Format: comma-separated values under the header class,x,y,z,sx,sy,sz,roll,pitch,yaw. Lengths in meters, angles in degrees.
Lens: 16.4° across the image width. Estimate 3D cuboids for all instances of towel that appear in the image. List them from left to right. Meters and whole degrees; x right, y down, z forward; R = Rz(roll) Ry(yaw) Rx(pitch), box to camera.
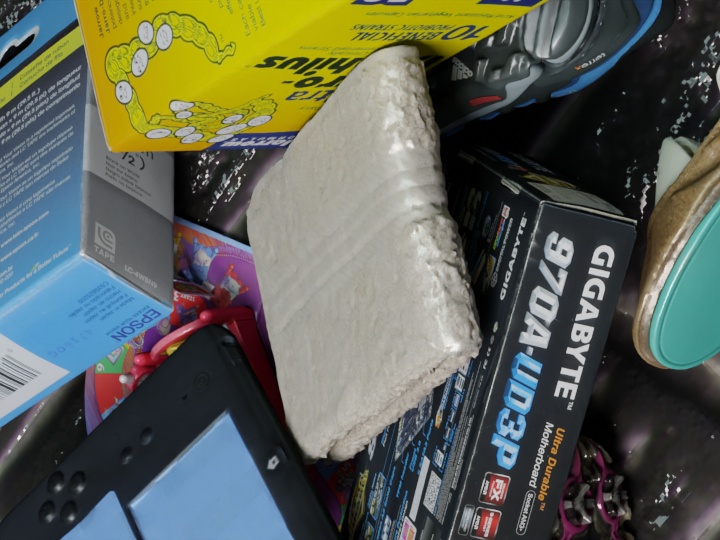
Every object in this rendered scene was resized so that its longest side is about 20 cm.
class,x,y,z,sx,sy,sz,roll,pitch,yaw
towel,0.000,0.000,1.070,0.200,0.034,0.133,138,122,-64

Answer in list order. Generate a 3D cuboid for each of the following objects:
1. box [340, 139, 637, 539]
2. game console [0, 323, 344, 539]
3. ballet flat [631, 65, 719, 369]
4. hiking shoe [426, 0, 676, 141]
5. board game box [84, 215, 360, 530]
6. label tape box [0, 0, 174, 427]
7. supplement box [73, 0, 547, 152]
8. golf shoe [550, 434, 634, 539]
class,x,y,z,sx,sy,sz,roll,pitch,yaw
box,0.049,0.055,1.062,0.159,0.046,0.201,-138,62,-73
game console,-0.090,0.143,1.131,0.177,0.031,0.200,-47,44,15
ballet flat,0.164,-0.055,1.032,0.201,0.067,0.072,-61,39,19
hiking shoe,0.055,-0.090,1.097,0.199,0.086,0.075,-15,80,52
board game box,-0.073,0.068,1.212,0.199,0.039,0.159,22,103,35
label tape box,-0.160,-0.037,1.250,0.143,0.066,0.201,-33,40,32
supplement box,-0.021,-0.133,1.028,0.200,0.108,0.110,-27,73,48
golf shoe,0.065,0.168,1.093,0.092,0.072,0.202,11,97,37
